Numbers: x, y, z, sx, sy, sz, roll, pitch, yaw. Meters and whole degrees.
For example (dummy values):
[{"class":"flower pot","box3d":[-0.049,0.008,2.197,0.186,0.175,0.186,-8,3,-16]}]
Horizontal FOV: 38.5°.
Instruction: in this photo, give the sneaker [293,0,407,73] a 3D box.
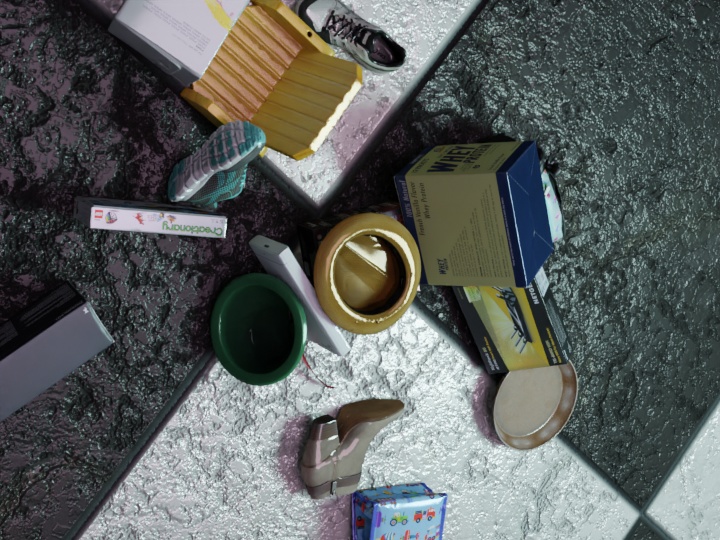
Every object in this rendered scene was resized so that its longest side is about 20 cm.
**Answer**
[{"class":"sneaker","box3d":[-0.009,-0.378,1.626,0.198,0.088,0.076,22,92,-27]}]

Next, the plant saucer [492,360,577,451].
[{"class":"plant saucer","box3d":[0.322,0.240,1.937,0.198,0.034,0.203,-11,112,-27]}]

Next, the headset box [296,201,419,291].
[{"class":"headset box","box3d":[0.007,-0.024,1.711,0.198,0.077,0.151,-14,106,-22]}]

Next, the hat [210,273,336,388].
[{"class":"hat","box3d":[-0.137,0.099,1.688,0.164,0.176,0.203,6,96,17]}]

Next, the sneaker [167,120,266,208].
[{"class":"sneaker","box3d":[-0.199,-0.154,1.542,0.091,0.199,0.078,24,52,-40]}]

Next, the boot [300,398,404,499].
[{"class":"boot","box3d":[-0.014,0.311,1.779,0.198,0.070,0.148,-9,110,-24]}]

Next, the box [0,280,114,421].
[{"class":"box","box3d":[-0.466,0.113,1.464,0.199,0.141,0.079,-36,113,-15]}]

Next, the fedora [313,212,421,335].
[{"class":"fedora","box3d":[0.000,0.000,1.624,0.199,0.082,0.203,-8,106,-28]}]

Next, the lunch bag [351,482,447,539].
[{"class":"lunch bag","box3d":[0.067,0.491,1.823,0.149,0.094,0.203,0,93,-27]}]

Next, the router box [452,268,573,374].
[{"class":"router box","box3d":[0.268,0.080,1.819,0.202,0.156,0.052,65,35,-21]}]

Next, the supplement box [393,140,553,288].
[{"class":"supplement box","box3d":[0.187,-0.092,1.677,0.134,0.198,0.202,-44,127,-49]}]

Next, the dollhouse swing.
[{"class":"dollhouse swing","box3d":[-0.129,-0.287,1.534,0.181,0.175,0.201,39,83,-27]}]

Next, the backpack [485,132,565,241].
[{"class":"backpack","box3d":[0.276,-0.121,1.794,0.126,0.167,0.201,-30,124,-11]}]

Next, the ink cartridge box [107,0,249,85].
[{"class":"ink cartridge box","box3d":[-0.244,-0.387,1.463,0.144,0.145,0.201,32,85,-18]}]

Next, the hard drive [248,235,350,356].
[{"class":"hard drive","box3d":[-0.098,0.040,1.639,0.027,0.132,0.201,-38,114,-16]}]

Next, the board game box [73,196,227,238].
[{"class":"board game box","box3d":[-0.310,-0.079,1.512,0.198,0.126,0.035,4,98,-27]}]
